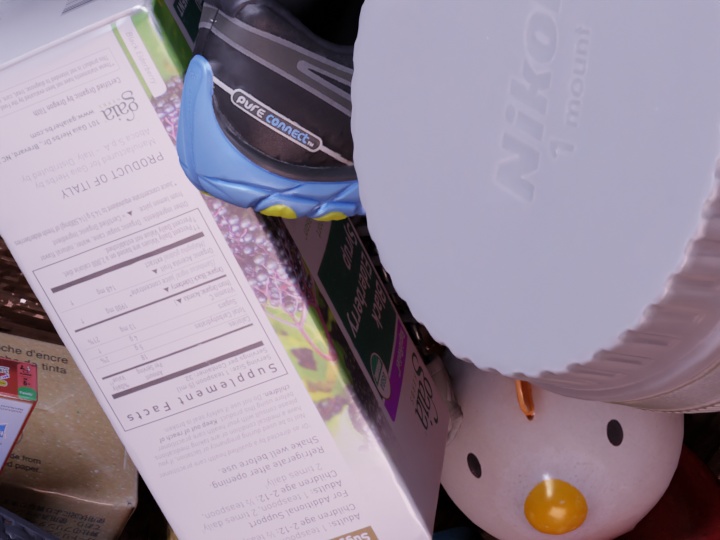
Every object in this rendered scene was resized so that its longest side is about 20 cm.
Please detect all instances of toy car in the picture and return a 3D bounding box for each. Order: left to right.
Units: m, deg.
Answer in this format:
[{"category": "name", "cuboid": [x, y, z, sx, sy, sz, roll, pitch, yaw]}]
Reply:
[{"category": "toy car", "cuboid": [0.078, 0.085, 1.015, 0.183, 0.177, 0.201, -15, 123, 15]}]

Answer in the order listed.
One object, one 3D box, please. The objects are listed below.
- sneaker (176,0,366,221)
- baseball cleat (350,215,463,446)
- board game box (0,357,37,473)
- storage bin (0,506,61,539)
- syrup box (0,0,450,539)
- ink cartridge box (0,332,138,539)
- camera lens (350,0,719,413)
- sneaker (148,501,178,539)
[{"category": "sneaker", "cuboid": [0.036, -0.070, 0.818, 0.199, 0.071, 0.083, -14, 117, -34]}, {"category": "baseball cleat", "cuboid": [0.000, 0.000, 0.956, 0.069, 0.107, 0.201, -29, 146, -17]}, {"category": "board game box", "cuboid": [-0.219, 0.052, 0.946, 0.199, 0.020, 0.103, 12, 133, -21]}, {"category": "storage bin", "cuboid": [-0.129, 0.173, 0.984, 0.200, 0.094, 0.135, 34, 111, -32]}, {"category": "syrup box", "cuboid": [-0.048, 0.000, 0.876, 0.081, 0.079, 0.201, -21, 114, 18]}, {"category": "ink cartridge box", "cuboid": [-0.201, 0.090, 1.061, 0.199, 0.075, 0.165, 13, 135, -18]}, {"category": "camera lens", "cuboid": [0.118, -0.043, 0.745, 0.199, 0.161, 0.160, 2, 141, -38]}, {"category": "sneaker", "cuboid": [-0.030, 0.102, 1.067, 0.089, 0.075, 0.200, 3, 159, -10]}]
